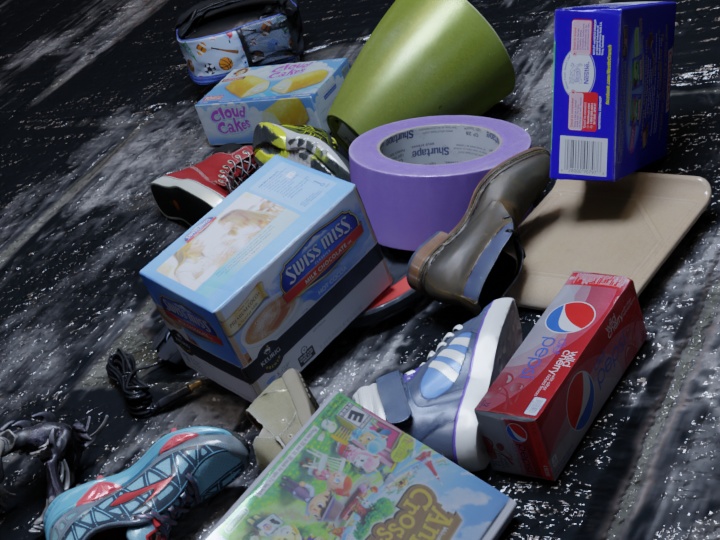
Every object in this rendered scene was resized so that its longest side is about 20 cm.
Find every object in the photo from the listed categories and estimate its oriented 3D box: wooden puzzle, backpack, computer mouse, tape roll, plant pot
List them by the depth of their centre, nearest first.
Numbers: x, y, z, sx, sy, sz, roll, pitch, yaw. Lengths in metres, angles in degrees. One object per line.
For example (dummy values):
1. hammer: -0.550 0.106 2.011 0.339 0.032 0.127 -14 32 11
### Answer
1. wooden puzzle: 0.233 -0.026 1.356 0.183 0.038 0.200 7 44 41
2. computer mouse: -0.175 0.075 1.425 0.198 0.047 0.141 -25 29 -8
3. tape roll: 0.087 -0.098 1.464 0.196 0.086 0.201 -3 24 1
4. plant pot: 0.059 -0.222 1.673 0.200 0.188 0.186 -45 35 -13
5. backpack: -0.179 -0.349 2.032 0.187 0.156 0.201 -11 23 0

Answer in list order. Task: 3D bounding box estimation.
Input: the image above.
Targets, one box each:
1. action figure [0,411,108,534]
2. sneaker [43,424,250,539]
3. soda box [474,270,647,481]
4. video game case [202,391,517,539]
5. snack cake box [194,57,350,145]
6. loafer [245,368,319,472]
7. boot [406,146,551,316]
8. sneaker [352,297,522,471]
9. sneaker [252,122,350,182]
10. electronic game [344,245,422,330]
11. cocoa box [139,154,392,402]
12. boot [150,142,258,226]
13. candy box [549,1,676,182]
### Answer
1. action figure: -0.327 0.192 1.277 0.198 0.104 0.118 -9 8 -41
2. sneaker: -0.178 0.214 1.183 0.198 0.080 0.096 -29 39 1
3. soda box: 0.175 0.087 1.161 0.063 0.071 0.200 4 38 37
4. video game case: -0.002 0.203 1.044 0.181 0.022 0.200 29 50 18
5. snack cake box: -0.115 -0.234 1.885 0.197 0.068 0.115 0 35 31
6. loafer: -0.052 0.167 1.170 0.068 0.076 0.201 -30 32 2
7. boot: 0.145 -0.035 1.336 0.200 0.075 0.097 -46 43 -12
8. sneaker: 0.058 0.098 1.204 0.144 0.081 0.201 -1 40 23
9. sneaker: -0.054 -0.146 1.691 0.084 0.076 0.199 -14 33 -35
10. electronic game: 0.000 0.000 1.446 0.197 0.042 0.201 -15 29 9
11. cocoa box: -0.091 0.006 1.340 0.200 0.132 0.133 -43 42 -24
12. boot: -0.167 -0.111 1.712 0.143 0.073 0.199 -31 27 -21
13. candy box: 0.263 -0.190 1.402 0.076 0.172 0.199 7 14 28
